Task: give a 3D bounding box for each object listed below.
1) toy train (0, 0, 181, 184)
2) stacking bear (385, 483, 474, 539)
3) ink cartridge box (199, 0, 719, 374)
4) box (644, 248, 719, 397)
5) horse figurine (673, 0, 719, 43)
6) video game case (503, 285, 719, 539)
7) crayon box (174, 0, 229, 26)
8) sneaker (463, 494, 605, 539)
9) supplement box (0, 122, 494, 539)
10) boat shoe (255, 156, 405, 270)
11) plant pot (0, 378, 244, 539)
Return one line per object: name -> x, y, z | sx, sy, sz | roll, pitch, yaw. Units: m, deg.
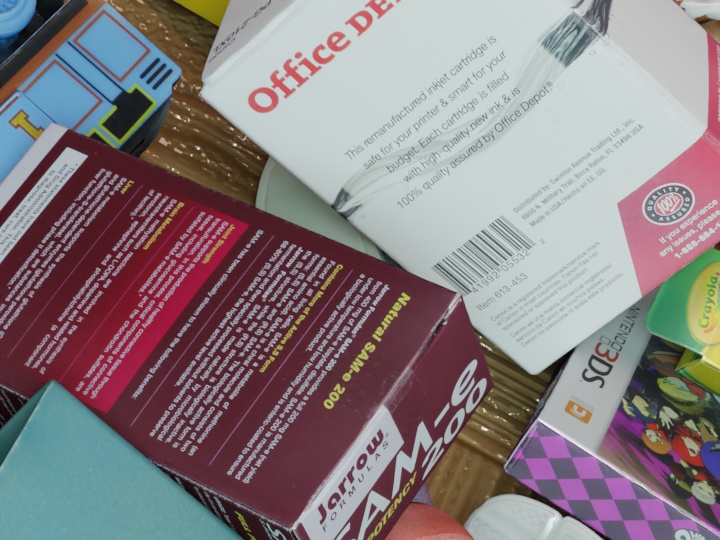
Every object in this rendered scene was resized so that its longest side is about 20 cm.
toy train -> -0.165, -0.048, 1.063 | 0.114, 0.087, 0.200 | 39, 49, 0
stacking bear -> -0.047, 0.062, 1.042 | 0.121, 0.114, 0.200 | -13, 57, -35
ink cartridge box -> 0.055, -0.073, 1.091 | 0.200, 0.145, 0.085 | 39, 32, -21
box -> 0.227, 0.028, 1.137 | 0.199, 0.048, 0.118 | 30, 77, -5
horse figurine -> 0.161, -0.139, 1.218 | 0.132, 0.050, 0.200 | -4, 26, -13
video game case -> 0.172, 0.090, 1.140 | 0.199, 0.036, 0.181 | 33, 28, 3
crayon box -> -0.022, -0.179, 1.177 | 0.200, 0.173, 0.058 | 32, 44, 30
sneaker -> 0.124, 0.167, 1.078 | 0.200, 0.077, 0.082 | 40, 15, 19
supplement box -> -0.064, 0.030, 0.965 | 0.199, 0.061, 0.109 | 24, 65, 32
boat shoe -> 0.000, 0.000, 1.166 | 0.062, 0.073, 0.201 | 53, 21, -40
plant pot -> -0.085, 0.173, 0.910 | 0.200, 0.141, 0.142 | 37, 48, -11
